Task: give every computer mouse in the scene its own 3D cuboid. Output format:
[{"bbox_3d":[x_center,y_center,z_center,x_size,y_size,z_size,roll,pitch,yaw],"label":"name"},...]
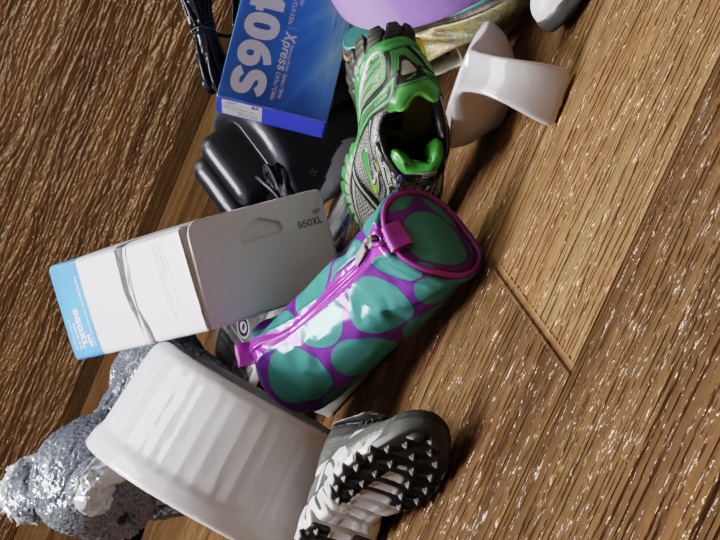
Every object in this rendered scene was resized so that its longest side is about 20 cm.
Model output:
[{"bbox_3d":[-0.090,-0.241,1.580,0.046,0.142,0.199,2,27,44],"label":"computer mouse"},{"bbox_3d":[-0.074,0.018,1.557,0.110,0.044,0.201,50,133,36],"label":"computer mouse"}]

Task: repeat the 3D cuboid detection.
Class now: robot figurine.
[{"bbox_3d":[-0.048,-0.119,1.624,0.199,0.126,0.150,-32,27,-26],"label":"robot figurine"}]

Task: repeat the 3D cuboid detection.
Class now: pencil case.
[{"bbox_3d":[-0.002,0.022,1.326,0.200,0.092,0.086,-45,48,40],"label":"pencil case"}]

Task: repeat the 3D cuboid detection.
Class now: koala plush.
[{"bbox_3d":[-0.200,0.157,1.556,0.199,0.186,0.176,-27,12,-37],"label":"koala plush"}]

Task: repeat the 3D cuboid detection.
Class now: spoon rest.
[{"bbox_3d":[0.091,-0.135,1.329,0.200,0.060,0.100,-159,88,-77],"label":"spoon rest"}]

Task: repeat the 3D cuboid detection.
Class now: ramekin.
[{"bbox_3d":[-0.098,0.136,1.392,0.098,0.199,0.200,-60,12,-2],"label":"ramekin"}]

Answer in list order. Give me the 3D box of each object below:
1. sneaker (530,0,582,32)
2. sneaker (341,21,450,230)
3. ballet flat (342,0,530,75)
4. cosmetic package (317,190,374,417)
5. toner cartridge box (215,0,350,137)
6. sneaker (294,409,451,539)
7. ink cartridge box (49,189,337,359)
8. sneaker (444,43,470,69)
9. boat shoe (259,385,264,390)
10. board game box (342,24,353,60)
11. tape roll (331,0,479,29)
[{"bbox_3d":[0.134,-0.273,1.264,0.067,0.107,0.203,-97,30,-65],"label":"sneaker"},{"bbox_3d":[0.028,-0.078,1.362,0.086,0.077,0.201,-113,12,-46],"label":"sneaker"},{"bbox_3d":[0.076,-0.192,1.446,0.199,0.071,0.071,-19,43,35],"label":"ballet flat"},{"bbox_3d":[0.000,0.000,1.520,0.151,0.051,0.202,125,161,-56],"label":"cosmetic package"},{"bbox_3d":[-0.052,-0.220,1.519,0.043,0.094,0.202,116,167,-76],"label":"toner cartridge box"},{"bbox_3d":[0.008,0.125,1.240,0.200,0.066,0.091,125,160,-54],"label":"sneaker"},{"bbox_3d":[-0.132,0.004,1.468,0.199,0.144,0.085,-13,94,51],"label":"ink cartridge box"},{"bbox_3d":[0.058,-0.242,1.571,0.201,0.089,0.075,-89,24,-58],"label":"sneaker"},{"bbox_3d":[-0.097,0.135,1.670,0.071,0.063,0.202,-170,101,-77],"label":"boat shoe"},{"bbox_3d":[0.027,-0.270,1.551,0.103,0.019,0.201,31,93,47],"label":"board game box"},{"bbox_3d":[0.053,-0.276,1.423,0.198,0.066,0.201,-20,39,17],"label":"tape roll"}]
